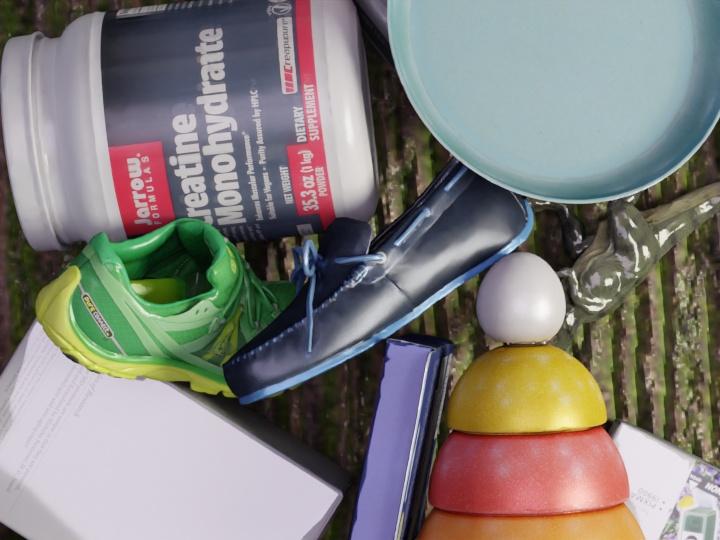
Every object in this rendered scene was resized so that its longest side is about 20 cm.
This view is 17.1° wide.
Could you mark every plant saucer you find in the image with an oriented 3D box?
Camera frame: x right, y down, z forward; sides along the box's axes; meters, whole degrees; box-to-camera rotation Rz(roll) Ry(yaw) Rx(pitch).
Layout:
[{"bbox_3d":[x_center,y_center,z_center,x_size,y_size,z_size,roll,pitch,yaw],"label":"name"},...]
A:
[{"bbox_3d":[0.108,-0.132,1.310,0.199,0.027,0.201,3,77,-12],"label":"plant saucer"}]

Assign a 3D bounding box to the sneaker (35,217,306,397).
[{"bbox_3d":[-0.081,0.019,1.314,0.084,0.199,0.074,-55,52,28],"label":"sneaker"}]

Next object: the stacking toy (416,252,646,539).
[{"bbox_3d":[0.093,0.091,1.297,0.145,0.146,0.201,0,90,3],"label":"stacking toy"}]

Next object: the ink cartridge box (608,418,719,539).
[{"bbox_3d":[0.154,0.199,1.390,0.109,0.050,0.201,26,91,3],"label":"ink cartridge box"}]

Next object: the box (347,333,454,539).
[{"bbox_3d":[0.022,0.097,1.322,0.032,0.200,0.122,11,90,4],"label":"box"}]

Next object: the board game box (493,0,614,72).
[{"bbox_3d":[0.111,-0.222,1.369,0.135,0.028,0.201,30,73,7],"label":"board game box"}]

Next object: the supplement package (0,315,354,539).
[{"bbox_3d":[-0.118,0.120,1.369,0.199,0.121,0.120,32,91,3],"label":"supplement package"}]

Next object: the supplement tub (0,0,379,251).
[{"bbox_3d":[-0.094,-0.083,1.359,0.199,0.140,0.141,-7,90,3],"label":"supplement tub"}]

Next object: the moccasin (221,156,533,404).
[{"bbox_3d":[0.000,0.000,1.303,0.200,0.080,0.068,-34,99,-26],"label":"moccasin"}]

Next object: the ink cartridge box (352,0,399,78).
[{"bbox_3d":[0.112,-0.159,1.389,0.200,0.057,0.163,-34,74,-17],"label":"ink cartridge box"}]

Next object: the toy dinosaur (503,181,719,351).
[{"bbox_3d":[0.147,-0.026,1.394,0.200,0.047,0.088,-36,82,-9],"label":"toy dinosaur"}]
